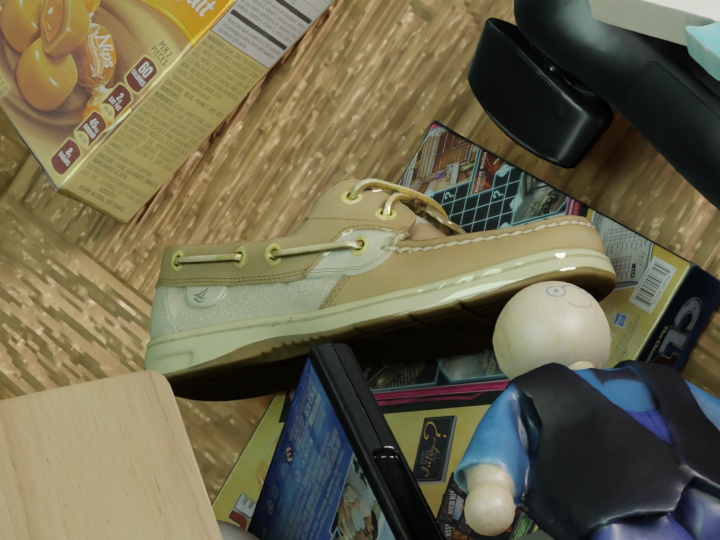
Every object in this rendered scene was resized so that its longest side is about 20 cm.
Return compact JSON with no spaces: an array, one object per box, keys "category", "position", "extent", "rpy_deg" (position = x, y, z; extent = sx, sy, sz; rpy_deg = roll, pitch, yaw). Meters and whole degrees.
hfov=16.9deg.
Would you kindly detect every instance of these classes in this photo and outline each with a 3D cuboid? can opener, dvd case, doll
[{"category":"can opener","position":[0.118,-0.058,0.881],"extent":[0.200,0.063,0.079],"rpy_deg":[41,123,44]},{"category":"dvd case","position":[0.006,0.143,0.819],"extent":[0.200,0.017,0.143],"rpy_deg":[63,145,41]},{"category":"doll","position":[0.099,0.072,0.756],"extent":[0.200,0.136,0.049],"rpy_deg":[52,138,46]}]

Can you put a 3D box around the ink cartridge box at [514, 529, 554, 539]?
[{"category":"ink cartridge box","position":[0.111,0.190,0.771],"extent":[0.200,0.083,0.147],"rpy_deg":[45,134,33]}]

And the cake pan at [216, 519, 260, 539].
[{"category":"cake pan","position":[-0.062,0.178,0.877],"extent":[0.200,0.037,0.201],"rpy_deg":[8,99,57]}]

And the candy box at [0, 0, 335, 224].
[{"category":"candy box","position":[-0.077,-0.133,1.047],"extent":[0.200,0.055,0.116],"rpy_deg":[-46,56,11]}]

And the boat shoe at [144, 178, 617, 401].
[{"category":"boat shoe","position":[0.000,0.000,0.902],"extent":[0.199,0.074,0.067],"rpy_deg":[-12,73,28]}]

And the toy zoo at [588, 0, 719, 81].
[{"category":"toy zoo","position":[0.162,-0.139,0.864],"extent":[0.131,0.020,0.201],"rpy_deg":[9,57,22]}]

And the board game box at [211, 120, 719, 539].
[{"category":"board game box","position":[0.033,0.059,0.928],"extent":[0.135,0.035,0.201],"rpy_deg":[32,92,35]}]

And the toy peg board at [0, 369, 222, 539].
[{"category":"toy peg board","position":[-0.136,0.159,0.794],"extent":[0.198,0.098,0.201],"rpy_deg":[-11,61,-19]}]
